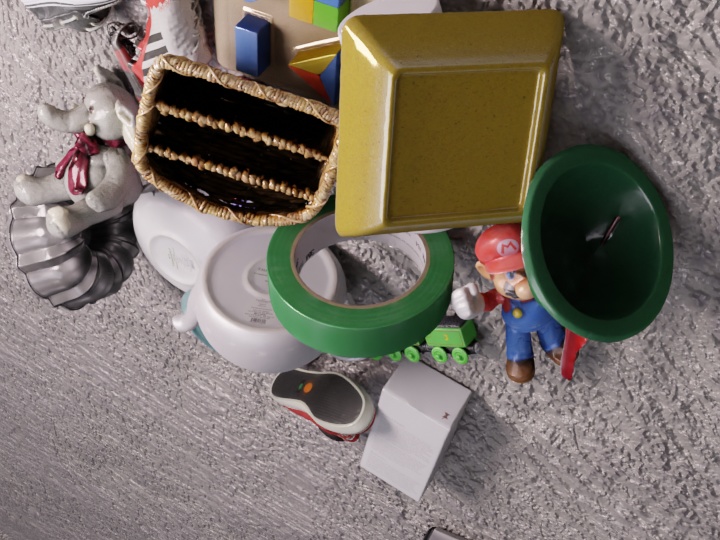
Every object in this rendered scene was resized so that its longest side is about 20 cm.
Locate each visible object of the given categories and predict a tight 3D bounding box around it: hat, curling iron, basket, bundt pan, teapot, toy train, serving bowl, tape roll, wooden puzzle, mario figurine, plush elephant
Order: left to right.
[{"bbox_3d":[-0.370,-0.051,1.259,0.075,0.203,0.203,-9,124,27],"label":"bundt pan"},{"bbox_3d":[-0.314,-0.151,1.116,0.165,0.198,0.156,41,142,52],"label":"plush elephant"},{"bbox_3d":[-0.246,-0.209,1.117,0.025,0.050,0.201,2,136,26],"label":"curling iron"},{"bbox_3d":[-0.229,-0.033,1.257,0.198,0.066,0.201,21,139,19],"label":"serving bowl"},{"bbox_3d":[-0.122,-0.118,0.929,0.198,0.149,0.144,17,99,-10],"label":"basket"},{"bbox_3d":[-0.105,0.054,1.153,0.200,0.196,0.147,47,152,30],"label":"teapot"},{"bbox_3d":[-0.074,-0.249,0.931,0.199,0.046,0.186,25,140,17],"label":"wooden puzzle"},{"bbox_3d":[0.000,0.000,0.997,0.199,0.201,0.048,22,139,20],"label":"tape roll"},{"bbox_3d":[0.059,0.081,1.165,0.198,0.042,0.057,-1,118,39],"label":"toy train"},{"bbox_3d":[0.171,0.038,0.969,0.105,0.123,0.201,18,144,42],"label":"mario figurine"},{"bbox_3d":[0.182,-0.001,0.902,0.164,0.202,0.176,4,170,-22],"label":"hat"}]

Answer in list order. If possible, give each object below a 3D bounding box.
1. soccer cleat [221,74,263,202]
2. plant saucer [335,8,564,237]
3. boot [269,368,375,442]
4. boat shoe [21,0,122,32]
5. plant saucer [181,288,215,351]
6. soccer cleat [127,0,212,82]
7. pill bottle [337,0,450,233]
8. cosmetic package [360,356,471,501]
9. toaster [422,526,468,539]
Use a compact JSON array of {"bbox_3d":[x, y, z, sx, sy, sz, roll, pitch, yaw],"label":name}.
[{"bbox_3d":[-0.143,-0.129,1.081,0.066,0.077,0.201,26,139,19],"label":"soccer cleat"},{"bbox_3d":[0.081,-0.115,0.808,0.049,0.198,0.202,-119,28,-56],"label":"plant saucer"},{"bbox_3d":[-0.019,0.202,1.296,0.144,0.073,0.199,43,161,-33],"label":"boot"},{"bbox_3d":[-0.308,-0.306,1.055,0.199,0.072,0.071,13,145,44],"label":"boat shoe"},{"bbox_3d":[-0.158,0.086,1.302,0.198,0.028,0.201,14,151,8],"label":"plant saucer"},{"bbox_3d":[-0.193,-0.262,1.004,0.085,0.069,0.200,27,144,-5],"label":"soccer cleat"},{"bbox_3d":[0.051,-0.145,0.878,0.115,0.116,0.201,7,133,34],"label":"pill bottle"},{"bbox_3d":[0.071,0.214,1.261,0.101,0.071,0.201,29,142,13],"label":"cosmetic package"},{"bbox_3d":[0.125,0.514,1.438,0.118,0.200,0.182,14,129,24],"label":"toaster"}]
